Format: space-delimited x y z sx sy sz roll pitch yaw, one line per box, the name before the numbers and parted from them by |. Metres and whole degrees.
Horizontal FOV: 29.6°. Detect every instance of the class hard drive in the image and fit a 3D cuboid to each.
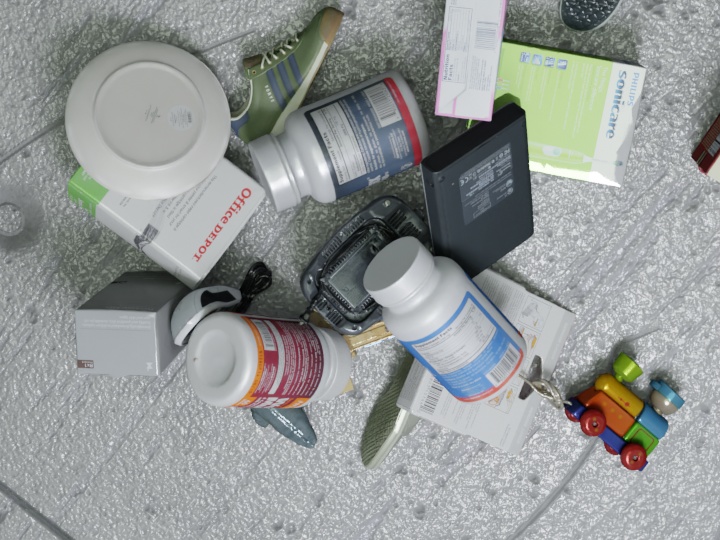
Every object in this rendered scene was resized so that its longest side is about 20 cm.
hard drive | 0.140 -0.082 1.589 0.139 0.033 0.201 -34 140 -19

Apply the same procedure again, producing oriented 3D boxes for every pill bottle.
pill bottle | -0.105 0.110 1.634 0.109 0.199 0.111 -5 81 38
pill bottle | 0.095 0.055 1.579 0.112 0.112 0.200 -38 118 11
pill bottle | -0.027 -0.150 1.635 0.199 0.120 0.120 -23 100 -7

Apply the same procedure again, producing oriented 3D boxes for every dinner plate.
dinner plate | -0.254 -0.184 1.637 0.198 0.024 0.202 3 78 -13

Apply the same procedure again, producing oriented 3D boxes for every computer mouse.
computer mouse | -0.182 0.043 1.676 0.044 0.200 0.110 45 106 8

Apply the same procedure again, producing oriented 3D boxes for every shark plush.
shark plush | -0.124 0.144 1.719 0.090 0.083 0.201 -30 123 5

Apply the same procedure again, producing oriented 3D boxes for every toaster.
toaster | 0.000 0.000 1.669 0.114 0.129 0.200 44 86 -4

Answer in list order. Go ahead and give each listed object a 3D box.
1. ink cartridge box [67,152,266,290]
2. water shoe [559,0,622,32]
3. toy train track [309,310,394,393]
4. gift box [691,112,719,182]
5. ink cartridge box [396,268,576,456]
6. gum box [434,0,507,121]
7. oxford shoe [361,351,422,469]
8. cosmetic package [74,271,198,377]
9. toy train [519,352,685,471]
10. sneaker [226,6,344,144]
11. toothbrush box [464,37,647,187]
ink cartridge box | -0.238 -0.094 1.678 0.199 0.084 0.146 37 73 -3
water shoe | 0.294 -0.377 1.612 0.071 0.079 0.201 21 128 3
toy train track | 0.001 0.086 1.754 0.199 0.033 0.116 -20 93 3
gift box | 0.520 -0.148 1.583 0.186 0.185 0.201 33 109 -1
ink cartridge box | 0.159 0.110 1.710 0.175 0.045 0.201 25 86 -27
gum box | 0.127 -0.270 1.522 0.066 0.114 0.202 7 112 5
oxford shoe | 0.063 0.174 1.749 0.057 0.075 0.201 22 105 -28
cosmetic package | -0.271 0.063 1.681 0.106 0.200 0.091 1 101 6
toy train | 0.305 0.149 1.710 0.200 0.085 0.116 40 91 -11
sneaker | -0.102 -0.244 1.670 0.089 0.067 0.201 27 106 -7
toothbrush box | 0.230 -0.193 1.645 0.198 0.086 0.147 10 103 3
